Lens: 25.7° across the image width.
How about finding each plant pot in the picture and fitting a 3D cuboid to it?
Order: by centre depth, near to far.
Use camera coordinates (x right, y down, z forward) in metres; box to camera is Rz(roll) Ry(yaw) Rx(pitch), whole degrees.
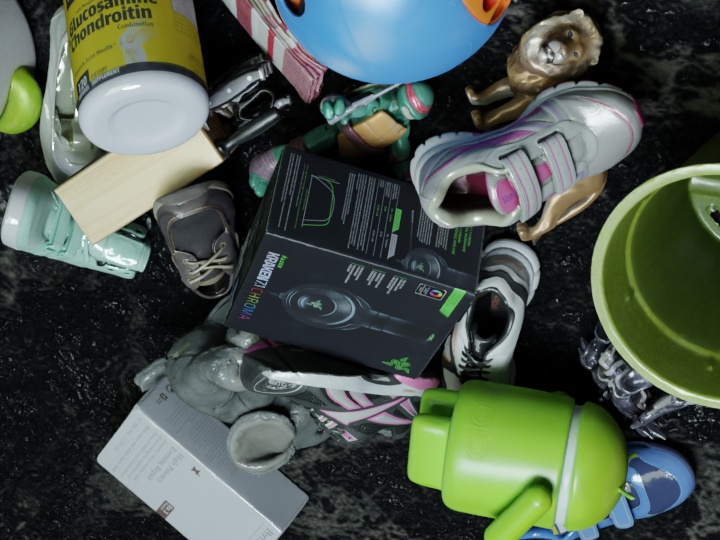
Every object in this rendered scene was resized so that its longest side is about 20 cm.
[{"bbox_3d":[0.298,-0.027,1.227,0.198,0.190,0.202,11,121,18],"label":"plant pot"}]

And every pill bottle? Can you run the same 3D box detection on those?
[{"bbox_3d":[-0.196,-0.208,1.349,0.112,0.112,0.202,-33,56,34],"label":"pill bottle"}]

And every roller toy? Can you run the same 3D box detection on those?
[{"bbox_3d":[-0.416,-0.198,1.488,0.198,0.140,0.184,-5,114,27],"label":"roller toy"}]

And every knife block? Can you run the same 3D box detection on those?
[{"bbox_3d":[-0.158,-0.113,1.402,0.064,0.200,0.175,55,153,-10],"label":"knife block"}]

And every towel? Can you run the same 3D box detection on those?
[{"bbox_3d":[-0.099,-0.232,1.338,0.023,0.144,0.200,-40,92,-5],"label":"towel"}]

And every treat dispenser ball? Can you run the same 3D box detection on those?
[{"bbox_3d":[0.025,-0.246,1.225,0.199,0.201,0.203,11,120,19],"label":"treat dispenser ball"}]

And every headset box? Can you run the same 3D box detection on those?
[{"bbox_3d":[0.000,0.000,1.371,0.198,0.093,0.174,16,148,-10],"label":"headset box"}]

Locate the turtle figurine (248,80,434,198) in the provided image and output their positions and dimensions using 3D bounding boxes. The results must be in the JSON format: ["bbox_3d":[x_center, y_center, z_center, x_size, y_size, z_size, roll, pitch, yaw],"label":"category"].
[{"bbox_3d":[0.005,-0.112,1.369,0.199,0.101,0.149,-29,126,34],"label":"turtle figurine"}]

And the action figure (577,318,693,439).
[{"bbox_3d":[0.245,0.076,1.351,0.102,0.200,0.119,-33,73,-2],"label":"action figure"}]

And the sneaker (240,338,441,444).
[{"bbox_3d":[-0.020,0.119,1.445,0.198,0.080,0.087,10,108,-28],"label":"sneaker"}]

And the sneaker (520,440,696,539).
[{"bbox_3d":[0.213,0.213,1.460,0.199,0.082,0.074,-14,109,28],"label":"sneaker"}]

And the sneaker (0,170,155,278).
[{"bbox_3d":[-0.259,-0.040,1.489,0.117,0.200,0.074,17,89,9],"label":"sneaker"}]

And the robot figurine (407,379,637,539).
[{"bbox_3d":[0.143,0.162,1.382,0.198,0.176,0.117,9,117,9],"label":"robot figurine"}]

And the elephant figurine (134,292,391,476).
[{"bbox_3d":[-0.083,0.128,1.530,0.155,0.142,0.200,5,140,54],"label":"elephant figurine"}]

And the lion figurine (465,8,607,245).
[{"bbox_3d":[0.164,-0.118,1.320,0.122,0.073,0.201,-19,123,10],"label":"lion figurine"}]

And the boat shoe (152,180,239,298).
[{"bbox_3d":[-0.138,-0.024,1.436,0.074,0.200,0.074,-20,76,-2],"label":"boat shoe"}]

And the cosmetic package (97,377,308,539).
[{"bbox_3d":[-0.164,0.216,1.638,0.200,0.074,0.102,40,126,1],"label":"cosmetic package"}]

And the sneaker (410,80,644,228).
[{"bbox_3d":[0.132,-0.080,1.250,0.199,0.089,0.082,-22,119,20],"label":"sneaker"}]

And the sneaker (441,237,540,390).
[{"bbox_3d":[0.107,0.069,1.434,0.073,0.080,0.201,17,124,12],"label":"sneaker"}]

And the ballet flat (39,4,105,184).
[{"bbox_3d":[-0.266,-0.151,1.482,0.069,0.069,0.202,15,120,16],"label":"ballet flat"}]
